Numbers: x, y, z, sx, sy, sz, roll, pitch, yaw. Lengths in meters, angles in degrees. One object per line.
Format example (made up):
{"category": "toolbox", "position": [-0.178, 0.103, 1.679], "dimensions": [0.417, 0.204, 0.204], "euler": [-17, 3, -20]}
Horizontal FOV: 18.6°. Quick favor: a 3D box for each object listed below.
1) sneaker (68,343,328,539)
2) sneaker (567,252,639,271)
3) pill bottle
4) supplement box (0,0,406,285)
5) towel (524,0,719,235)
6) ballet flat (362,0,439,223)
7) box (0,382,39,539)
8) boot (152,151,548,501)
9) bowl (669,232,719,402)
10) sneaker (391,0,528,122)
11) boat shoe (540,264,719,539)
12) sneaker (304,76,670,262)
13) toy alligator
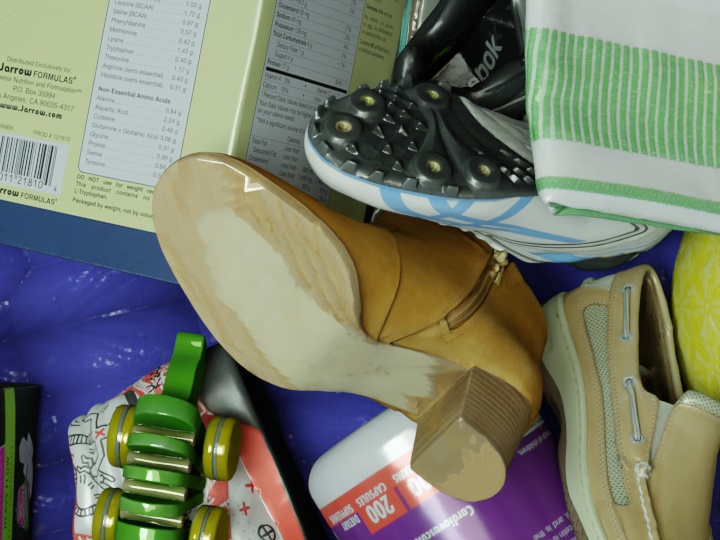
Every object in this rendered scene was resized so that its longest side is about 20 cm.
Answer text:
{"category": "sneaker", "position": [-0.072, 0.145, 1.073], "dimensions": [0.107, 0.067, 0.202], "euler": [-24, 82, 8]}
{"category": "sneaker", "position": [0.153, -0.086, 1.038], "dimensions": [0.074, 0.080, 0.200], "euler": [37, 96, 5]}
{"category": "pill bottle", "position": [0.070, 0.148, 1.027], "dimensions": [0.112, 0.112, 0.201], "euler": [-34, 84, 6]}
{"category": "supplement box", "position": [-0.100, -0.103, 1.018], "dimensions": [0.199, 0.134, 0.201], "euler": [12, 92, 27]}
{"category": "towel", "position": [0.138, -0.117, 0.949], "dimensions": [0.152, 0.023, 0.201], "euler": [7, 82, -26]}
{"category": "ballet flat", "position": [0.027, -0.072, 1.072], "dimensions": [0.063, 0.067, 0.201], "euler": [11, 91, -19]}
{"category": "box", "position": [-0.236, 0.151, 1.053], "dimensions": [0.124, 0.149, 0.201], "euler": [3, 90, 10]}
{"category": "boot", "position": [0.001, 0.000, 0.948], "dimensions": [0.201, 0.144, 0.071], "euler": [43, 116, -14]}
{"category": "bowl", "position": [0.239, 0.018, 1.008], "dimensions": [0.199, 0.108, 0.201], "euler": [0, 89, 9]}
{"category": "sneaker", "position": [0.092, -0.122, 0.981], "dimensions": [0.200, 0.090, 0.067], "euler": [-37, 74, 3]}
{"category": "boat shoe", "position": [0.133, 0.081, 0.996], "dimensions": [0.076, 0.072, 0.201], "euler": [-31, 53, 22]}
{"category": "sneaker", "position": [0.059, -0.035, 0.958], "dimensions": [0.073, 0.199, 0.072], "euler": [-55, 43, 37]}
{"category": "toy alligator", "position": [-0.096, 0.127, 1.017], "dimensions": [0.059, 0.054, 0.201], "euler": [8, 84, 11]}
